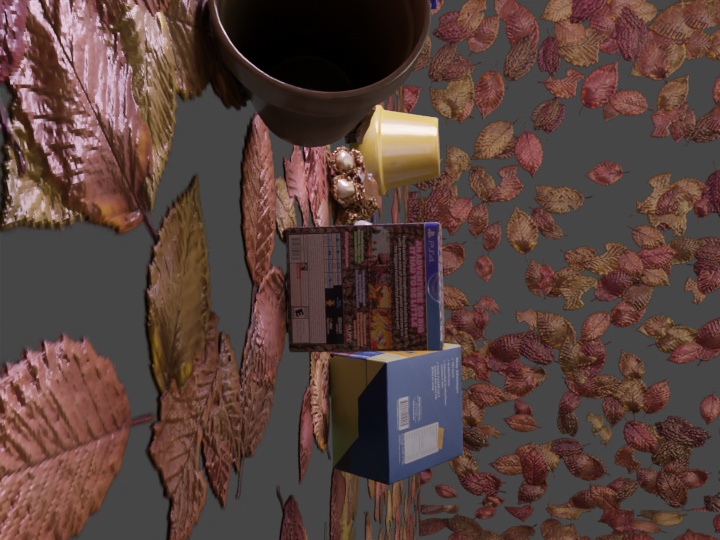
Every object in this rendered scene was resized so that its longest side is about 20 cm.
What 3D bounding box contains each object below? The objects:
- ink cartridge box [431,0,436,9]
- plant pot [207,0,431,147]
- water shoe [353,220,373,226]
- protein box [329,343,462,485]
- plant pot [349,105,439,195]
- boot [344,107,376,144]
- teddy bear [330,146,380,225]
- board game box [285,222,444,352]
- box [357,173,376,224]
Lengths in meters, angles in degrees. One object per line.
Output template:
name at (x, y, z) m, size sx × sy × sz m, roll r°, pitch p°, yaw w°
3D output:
ink cartridge box at (0.001, -0.384, 0.893) m, size 0.094 × 0.198 × 0.045 m, roll 50°, pitch 40°, yaw -77°
plant pot at (-0.047, -0.215, 0.672) m, size 0.174 × 0.198 × 0.202 m, roll 119°, pitch -26°, yaw -70°
water shoe at (0.000, 0.000, 1.179) m, size 0.079 × 0.071 × 0.201 m, roll -52°, pitch 149°, yaw -30°
protein box at (0.065, 0.233, 1.162) m, size 0.199 × 0.134 × 0.200 m, roll -4°, pitch 93°, yaw -46°
plant pot at (0.081, -0.268, 1.491) m, size 0.201 × 0.187 × 0.203 m, roll -2°, pitch 90°, yaw -82°
boot at (-0.008, -0.284, 1.304) m, size 0.200 × 0.073 × 0.076 m, roll -44°, pitch 142°, yaw -82°
teddy bear at (-0.020, -0.153, 1.247) m, size 0.200 × 0.066 × 0.146 m, roll -24°, pitch 103°, yaw -75°
board game box at (0.009, 0.021, 0.887) m, size 0.097 × 0.198 × 0.161 m, roll -12°, pitch 101°, yaw -82°
box at (0.013, -0.080, 1.405) m, size 0.143 × 0.036 × 0.202 m, roll 97°, pitch -11°, yaw -74°
